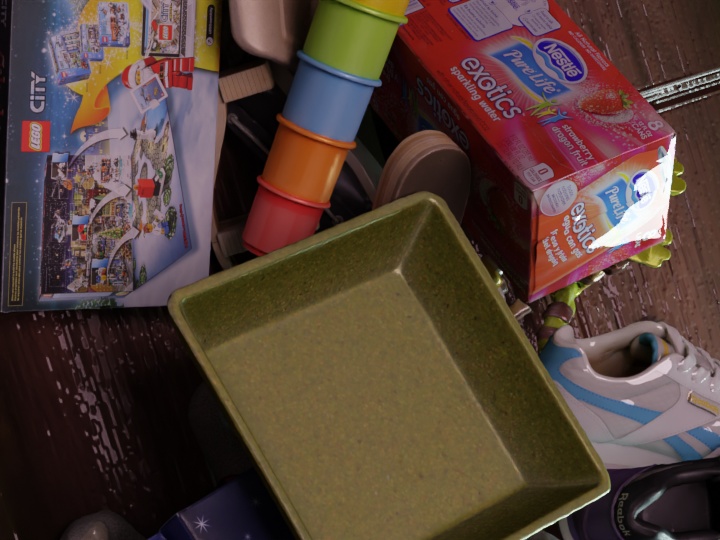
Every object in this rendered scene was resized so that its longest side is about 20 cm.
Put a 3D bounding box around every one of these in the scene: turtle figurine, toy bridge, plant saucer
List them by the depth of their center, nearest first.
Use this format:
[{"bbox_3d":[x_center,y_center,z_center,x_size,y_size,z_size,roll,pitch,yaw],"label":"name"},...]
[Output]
[{"bbox_3d":[0.010,0.076,1.191,0.199,0.048,0.201,-23,77,-37],"label":"plant saucer"},{"bbox_3d":[-0.058,-0.026,1.348,0.067,0.027,0.201,-16,109,4],"label":"toy bridge"},{"bbox_3d":[0.155,-0.023,1.445,0.064,0.161,0.201,32,61,-5],"label":"turtle figurine"}]

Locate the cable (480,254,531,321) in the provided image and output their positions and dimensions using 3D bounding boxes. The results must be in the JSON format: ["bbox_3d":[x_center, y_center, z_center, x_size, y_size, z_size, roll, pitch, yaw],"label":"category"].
[{"bbox_3d":[0.034,0.065,1.413,0.199,0.050,0.097,-31,140,-17],"label":"cable"}]

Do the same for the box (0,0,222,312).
[{"bbox_3d":[-0.151,-0.079,1.279,0.136,0.038,0.201,-1,99,-33],"label":"box"}]

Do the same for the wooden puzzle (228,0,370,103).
[{"bbox_3d":[-0.039,-0.206,1.362,0.200,0.037,0.186,12,72,-66],"label":"wooden puzzle"}]

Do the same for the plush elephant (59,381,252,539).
[{"bbox_3d":[-0.048,0.173,1.266,0.165,0.155,0.201,-39,103,-31],"label":"plush elephant"}]

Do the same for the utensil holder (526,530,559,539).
[{"bbox_3d":[0.146,0.274,1.375,0.199,0.170,0.171,28,68,-30],"label":"utensil holder"}]

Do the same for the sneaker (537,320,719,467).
[{"bbox_3d":[0.203,0.080,1.394,0.199,0.077,0.081,3,120,-18],"label":"sneaker"}]

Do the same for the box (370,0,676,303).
[{"bbox_3d":[0.091,-0.090,1.307,0.099,0.200,0.096,-23,140,-17],"label":"box"}]

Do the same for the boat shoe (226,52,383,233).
[{"bbox_3d":[-0.022,-0.054,1.391,0.063,0.073,0.200,-32,111,11],"label":"boat shoe"}]

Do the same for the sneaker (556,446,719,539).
[{"bbox_3d":[0.223,0.143,1.318,0.199,0.087,0.076,-7,88,-29],"label":"sneaker"}]

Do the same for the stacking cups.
[{"bbox_3d":[-0.022,-0.102,1.285,0.060,0.060,0.201,17,101,-30],"label":"stacking cups"}]

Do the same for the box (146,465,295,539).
[{"bbox_3d":[-0.022,0.154,1.181,0.200,0.032,0.121,-31,82,-36],"label":"box"}]

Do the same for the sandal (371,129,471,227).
[{"bbox_3d":[0.005,0.000,1.316,0.077,0.070,0.213,-2,125,-34],"label":"sandal"}]
